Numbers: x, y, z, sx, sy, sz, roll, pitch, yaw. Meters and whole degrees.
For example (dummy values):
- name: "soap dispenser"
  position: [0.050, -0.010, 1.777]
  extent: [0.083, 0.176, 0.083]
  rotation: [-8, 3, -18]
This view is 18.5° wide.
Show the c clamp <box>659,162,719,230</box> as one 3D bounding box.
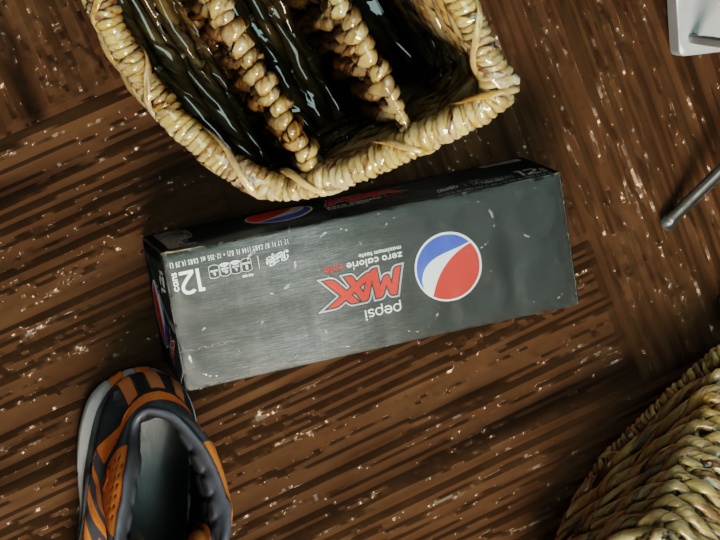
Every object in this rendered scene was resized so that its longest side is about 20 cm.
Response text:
- name: "c clamp"
  position: [0.279, -0.053, 1.115]
  extent: [0.199, 0.027, 0.171]
  rotation: [17, 136, -23]

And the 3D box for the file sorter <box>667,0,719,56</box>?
- name: "file sorter"
  position: [0.228, -0.206, 1.056]
  extent: [0.138, 0.125, 0.201]
  rotation: [-8, 102, -12]

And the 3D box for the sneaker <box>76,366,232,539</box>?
- name: "sneaker"
  position: [-0.103, 0.152, 1.037]
  extent: [0.077, 0.112, 0.201]
  rotation: [-4, 100, -13]

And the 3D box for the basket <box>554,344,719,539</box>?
- name: "basket"
  position: [0.198, 0.164, 1.124]
  extent: [0.200, 0.143, 0.149]
  rotation: [40, 48, -11]

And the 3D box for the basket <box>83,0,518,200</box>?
- name: "basket"
  position: [-0.048, -0.131, 0.978]
  extent: [0.142, 0.149, 0.201]
  rotation: [-31, 106, -7]

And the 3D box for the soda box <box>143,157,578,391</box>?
- name: "soda box"
  position: [0.000, 0.000, 1.064]
  extent: [0.199, 0.063, 0.071]
  rotation: [-12, 103, -12]
